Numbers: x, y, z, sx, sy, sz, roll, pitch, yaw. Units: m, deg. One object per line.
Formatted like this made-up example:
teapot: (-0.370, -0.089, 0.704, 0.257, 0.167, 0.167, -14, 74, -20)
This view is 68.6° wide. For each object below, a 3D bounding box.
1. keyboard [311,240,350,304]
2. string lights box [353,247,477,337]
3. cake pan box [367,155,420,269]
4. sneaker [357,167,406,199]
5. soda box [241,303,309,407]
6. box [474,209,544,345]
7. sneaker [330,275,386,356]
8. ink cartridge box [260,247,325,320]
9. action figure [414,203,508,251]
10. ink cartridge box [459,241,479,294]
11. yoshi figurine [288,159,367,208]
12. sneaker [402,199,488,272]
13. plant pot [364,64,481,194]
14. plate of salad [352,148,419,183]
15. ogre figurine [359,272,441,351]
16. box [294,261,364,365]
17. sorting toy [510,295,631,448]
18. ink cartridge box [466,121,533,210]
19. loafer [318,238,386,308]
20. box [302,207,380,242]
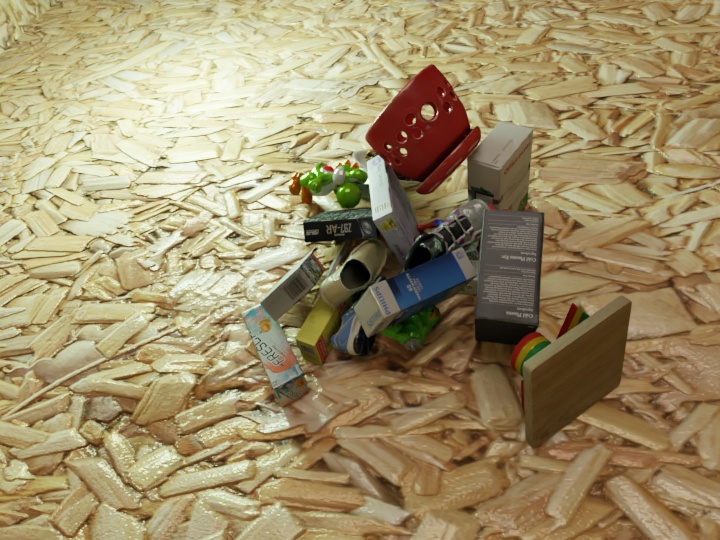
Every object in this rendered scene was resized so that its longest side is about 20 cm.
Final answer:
keyboard: (-0.061, -0.004, 1.122, 0.011, 0.056, 0.202, 35, 35, -8)
string lights box: (0.094, 0.038, 0.910, 0.195, 0.103, 0.060, -22, 74, -25)
cake pan box: (0.077, -0.123, 1.137, 0.051, 0.185, 0.204, -19, 47, 16)
sneaker: (0.042, -0.214, 1.300, 0.196, 0.074, 0.071, 26, 61, 30)
soda box: (-0.167, 0.158, 1.027, 0.062, 0.070, 0.201, -24, 49, -14)
box: (0.257, 0.020, 0.926, 0.100, 0.200, 0.189, 4, 73, 14)
sneaker: (0.004, 0.081, 1.051, 0.075, 0.077, 0.202, -4, 35, 32)
ink cartridge box: (-0.128, 0.022, 1.082, 0.108, 0.051, 0.200, -40, 6, 13)
action figure: (0.220, -0.075, 1.088, 0.195, 0.099, 0.067, -16, 43, 29)
ink cartridge box: (0.241, -0.008, 1.092, 0.193, 0.051, 0.111, 4, 50, 16)
yoshi figurine: (-0.074, -0.192, 1.274, 0.194, 0.115, 0.113, -3, 30, 29)
sneaker: (0.157, -0.054, 0.986, 0.078, 0.139, 0.200, 47, 107, 9)
plant pot: (0.134, -0.276, 1.067, 0.183, 0.200, 0.201, 45, 64, -1)
plate of salad: (0.075, -0.267, 1.305, 0.193, 0.049, 0.202, 15, 27, -8)
ogre figurine: (0.088, 0.079, 1.009, 0.119, 0.199, 0.099, 40, 106, 10)
box: (-0.058, 0.084, 1.065, 0.049, 0.077, 0.202, 15, 53, 23)
sorting toy: (0.325, 0.150, 0.840, 0.196, 0.203, 0.070, -29, 40, -14)
ink cartridge box: (0.298, -0.190, 1.134, 0.083, 0.203, 0.146, 25, 57, 32)
loafer: (0.000, 0.000, 1.038, 0.068, 0.076, 0.200, -27, 15, 49)
box: (-0.029, -0.105, 1.168, 0.154, 0.045, 0.200, -4, 12, 8)
